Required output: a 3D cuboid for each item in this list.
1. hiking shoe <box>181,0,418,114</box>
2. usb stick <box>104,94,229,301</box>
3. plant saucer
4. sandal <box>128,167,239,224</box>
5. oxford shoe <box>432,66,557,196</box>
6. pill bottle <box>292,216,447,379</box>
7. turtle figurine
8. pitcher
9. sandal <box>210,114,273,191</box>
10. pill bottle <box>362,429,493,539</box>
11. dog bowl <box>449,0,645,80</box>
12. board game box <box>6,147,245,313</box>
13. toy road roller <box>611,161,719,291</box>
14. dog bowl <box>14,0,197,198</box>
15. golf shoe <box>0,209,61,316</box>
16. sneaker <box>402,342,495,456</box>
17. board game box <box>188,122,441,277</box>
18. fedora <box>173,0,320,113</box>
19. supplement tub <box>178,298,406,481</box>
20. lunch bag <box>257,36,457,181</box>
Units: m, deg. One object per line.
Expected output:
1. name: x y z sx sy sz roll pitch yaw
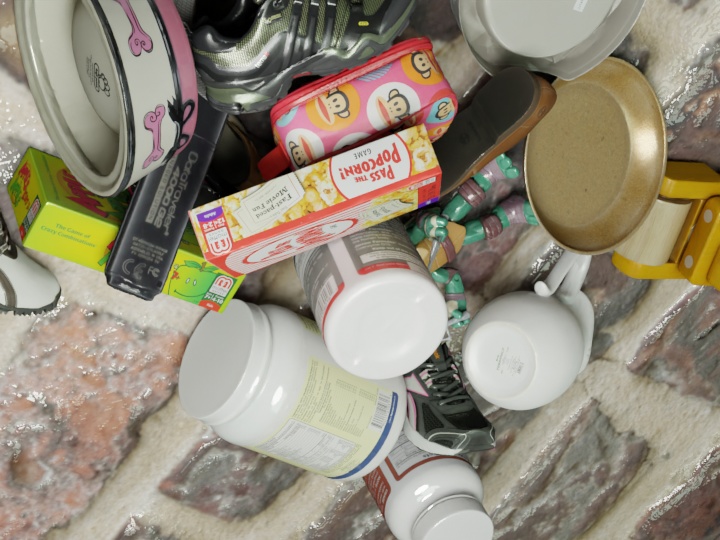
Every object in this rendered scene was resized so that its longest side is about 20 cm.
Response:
1. hiking shoe: -0.045 -0.205 0.994 0.199 0.076 0.101 -31 133 -5
2. usb stick: -0.162 -0.074 1.076 0.055 0.033 0.201 24 78 -25
3. plant saucer: 0.232 -0.117 1.286 0.199 0.035 0.201 -7 103 -33
4. sandal: -0.166 -0.074 1.123 0.200 0.045 0.075 35 131 -16
5. oxford shoe: 0.108 -0.119 1.220 0.200 0.072 0.071 -33 159 32
6. pill bottle: 0.000 0.000 1.182 0.113 0.200 0.114 -8 124 -12
7. turtle figurine: 0.085 -0.025 1.276 0.200 0.101 0.150 -42 145 -9
8. pitcher: 0.191 0.054 1.343 0.200 0.121 0.172 -15 120 -61
9. sandal: -0.121 -0.106 1.155 0.082 0.055 0.200 -32 129 -1
10. pill bottle: 0.065 0.226 1.370 0.112 0.200 0.113 -12 126 -17
11. dog bowl: 0.171 -0.273 1.175 0.199 0.059 0.201 -12 127 -17
12. board game box: -0.209 -0.034 1.133 0.199 0.102 0.048 22 111 -34
13. toy road roller: 0.388 -0.033 1.378 0.199 0.146 0.123 2 121 -25
14. dog bowl: -0.200 -0.164 1.000 0.074 0.200 0.201 -21 130 -30
15. golf shoe: -0.331 -0.031 1.097 0.200 0.078 0.095 32 105 -38
16. sneaker: 0.073 0.119 1.309 0.080 0.200 0.087 -8 115 -26
17. board game box: -0.033 -0.055 1.059 0.199 0.152 0.047 -21 84 1
18. fedora: -0.083 -0.240 1.060 0.200 0.090 0.177 -45 129 5
19. supplement tub: -0.068 0.120 1.273 0.200 0.145 0.145 26 108 -35
20. lunch bag: -0.010 -0.124 1.112 0.176 0.200 0.082 -26 87 -4
